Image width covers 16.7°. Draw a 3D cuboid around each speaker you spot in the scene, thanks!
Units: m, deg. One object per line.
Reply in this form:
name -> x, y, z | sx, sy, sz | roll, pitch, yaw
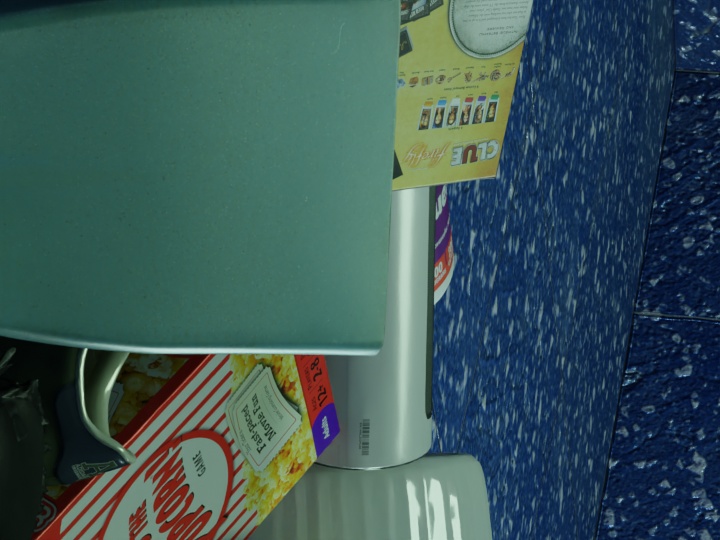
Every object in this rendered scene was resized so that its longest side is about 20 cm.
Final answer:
speaker -> 0.000, 0.000, 1.311 | 0.081, 0.081, 0.200 | -48, 140, -69

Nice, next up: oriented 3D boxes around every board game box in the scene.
board game box -> -0.096, 0.095, 1.200 | 0.200, 0.046, 0.152 | -48, 149, -26
board game box -> -0.005, -0.102, 1.182 | 0.200, 0.035, 0.136 | -8, 120, -39

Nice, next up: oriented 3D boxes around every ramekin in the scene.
ramekin -> -0.017, 0.157, 1.424 | 0.200, 0.200, 0.098 | 13, 74, -77

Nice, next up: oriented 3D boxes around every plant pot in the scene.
plant pot -> -0.108, -0.044, 0.919 | 0.200, 0.141, 0.142 | -2, 100, -32

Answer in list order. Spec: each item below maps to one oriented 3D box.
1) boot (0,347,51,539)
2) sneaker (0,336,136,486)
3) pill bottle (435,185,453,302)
boot -> -0.179, 0.133, 0.988 | 0.162, 0.073, 0.198 | -34, 129, -81
sneaker -> -0.126, 0.002, 1.110 | 0.067, 0.090, 0.200 | 53, 43, -70
pill bottle -> -0.001, -0.065, 1.581 | 0.113, 0.112, 0.200 | -73, 162, -44
